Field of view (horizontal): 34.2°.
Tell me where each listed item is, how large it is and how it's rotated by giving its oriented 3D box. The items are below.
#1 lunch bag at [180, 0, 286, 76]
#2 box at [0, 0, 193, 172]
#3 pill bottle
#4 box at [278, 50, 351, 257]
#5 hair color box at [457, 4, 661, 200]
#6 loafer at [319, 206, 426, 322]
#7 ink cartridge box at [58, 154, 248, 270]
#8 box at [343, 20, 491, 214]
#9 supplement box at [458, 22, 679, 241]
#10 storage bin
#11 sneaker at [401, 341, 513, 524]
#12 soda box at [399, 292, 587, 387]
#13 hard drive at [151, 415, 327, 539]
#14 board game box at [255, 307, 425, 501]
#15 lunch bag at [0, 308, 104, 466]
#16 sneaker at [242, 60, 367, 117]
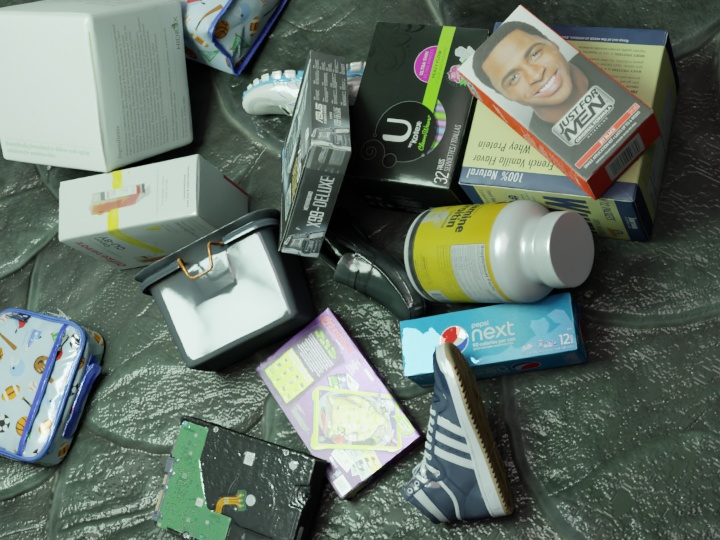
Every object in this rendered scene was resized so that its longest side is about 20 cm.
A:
[{"bbox_3d":[-0.194,-0.391,1.586,0.170,0.124,0.200,25,72,27],"label":"lunch bag"},{"bbox_3d":[-0.350,-0.248,1.516,0.199,0.171,0.201,10,112,32],"label":"box"},{"bbox_3d":[0.153,-0.020,1.291,0.200,0.112,0.112,-2,70,46],"label":"pill bottle"},{"bbox_3d":[-0.055,-0.139,1.380,0.050,0.158,0.200,10,41,-11],"label":"box"},{"bbox_3d":[0.208,-0.178,1.234,0.102,0.061,0.200,-46,62,3],"label":"hair color box"},{"bbox_3d":[0.000,0.000,1.397,0.070,0.068,0.201,-25,54,-31],"label":"loafer"},{"bbox_3d":[-0.261,-0.069,1.490,0.199,0.145,0.084,-8,71,19],"label":"ink cartridge box"},{"bbox_3d":[0.080,-0.178,1.402,0.148,0.124,0.201,9,78,24],"label":"box"},{"bbox_3d":[0.240,-0.156,1.324,0.199,0.134,0.200,8,75,24],"label":"supplement box"},{"bbox_3d":[-0.156,0.031,1.427,0.200,0.146,0.135,-27,75,12],"label":"storage bin"},{"bbox_3d":[0.087,0.184,1.279,0.108,0.070,0.201,-17,95,20],"label":"sneaker"},{"bbox_3d":[0.149,0.080,1.321,0.199,0.064,0.068,-11,69,18],"label":"soda box"},{"bbox_3d":[-0.145,0.263,1.380,0.200,0.038,0.140,12,83,28],"label":"hard drive"},{"bbox_3d":[-0.026,0.157,1.386,0.120,0.032,0.200,-41,64,9],"label":"board game box"},{"bbox_3d":[-0.424,0.147,1.524,0.160,0.076,0.201,13,79,23],"label":"lunch bag"},{"bbox_3d":[-0.061,-0.210,1.500,0.199,0.075,0.087,-6,77,20],"label":"sneaker"}]
